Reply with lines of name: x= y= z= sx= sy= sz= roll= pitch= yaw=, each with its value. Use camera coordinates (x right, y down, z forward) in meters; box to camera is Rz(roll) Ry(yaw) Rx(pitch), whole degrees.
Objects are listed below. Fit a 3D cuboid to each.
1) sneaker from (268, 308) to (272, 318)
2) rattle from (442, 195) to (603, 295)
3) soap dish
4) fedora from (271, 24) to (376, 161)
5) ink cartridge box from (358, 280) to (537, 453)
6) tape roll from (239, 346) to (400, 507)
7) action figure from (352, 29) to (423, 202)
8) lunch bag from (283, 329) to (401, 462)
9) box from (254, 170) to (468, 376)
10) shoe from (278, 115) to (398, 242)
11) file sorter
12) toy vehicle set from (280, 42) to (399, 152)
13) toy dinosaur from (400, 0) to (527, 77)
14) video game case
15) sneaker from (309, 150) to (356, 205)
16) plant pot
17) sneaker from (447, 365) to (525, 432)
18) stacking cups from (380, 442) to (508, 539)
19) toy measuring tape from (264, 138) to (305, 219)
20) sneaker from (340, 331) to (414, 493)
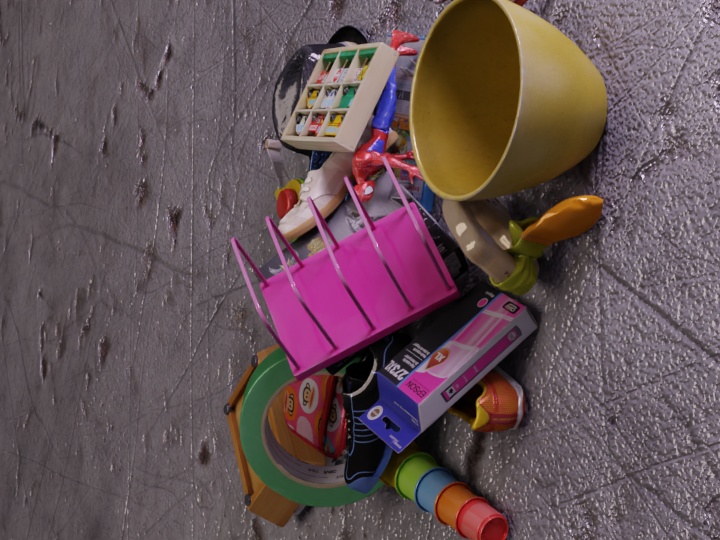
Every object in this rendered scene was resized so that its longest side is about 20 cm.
sneaker: x=-0.025 y=-0.005 z=1.735 sx=0.200 sy=0.075 sz=0.088 roll=-47 pitch=39 yaw=-11
rattle: x=0.152 y=-0.082 z=1.501 sx=0.201 sy=0.129 sz=0.144 roll=-95 pitch=30 yaw=-56
soap dish: x=-0.112 y=0.215 z=1.945 sx=0.158 sy=0.080 sz=0.201 roll=-57 pitch=39 yaw=42
fedora: x=-0.055 y=-0.220 z=1.881 sx=0.200 sy=0.091 sz=0.203 roll=-11 pitch=78 yaw=60
ink cartridge box: x=0.085 y=0.098 z=1.523 sx=0.200 sy=0.037 sz=0.095 roll=-43 pitch=32 yaw=-9
tape roll: x=-0.041 y=0.177 z=1.700 sx=0.048 sy=0.198 sz=0.202 roll=-91 pitch=15 yaw=-70
action figure: x=0.050 y=-0.165 z=1.675 sx=0.065 sy=0.098 sz=0.202 roll=86 pitch=-157 yaw=-76
lunch bag: x=-0.016 y=0.127 z=1.789 sx=0.176 sy=0.081 sz=0.202 roll=27 pitch=109 yaw=54
box: x=0.000 y=0.000 z=1.655 sx=0.199 sy=0.048 sz=0.159 roll=-37 pitch=51 yaw=-4
shoe: x=-0.036 y=-0.111 z=1.713 sx=0.200 sy=0.053 sz=0.070 roll=-47 pitch=12 yaw=-25
file sorter: x=-0.021 y=-0.008 z=1.557 sx=0.126 sy=0.199 sz=0.140 roll=58 pitch=-174 yaw=-51
toy vehicle set: x=-0.027 y=-0.202 z=1.711 sx=0.125 sy=0.026 sz=0.200 roll=-65 pitch=21 yaw=-4
toy dinosaur: x=0.117 y=-0.218 z=1.581 sx=0.199 sy=0.105 sz=0.183 roll=12 pitch=123 yaw=42
video game case: x=0.058 y=-0.179 z=1.749 sx=0.143 sy=0.018 sz=0.202 roll=21 pitch=105 yaw=59
sneaker: x=-0.038 y=-0.096 z=1.832 sx=0.078 sy=0.069 sz=0.202 roll=-143 pitch=57 yaw=-75
plant pot: x=0.158 y=-0.162 z=1.437 sx=0.199 sy=0.141 sz=0.203 roll=-15 pitch=73 yaw=59
sneaker: x=0.102 y=0.113 z=1.574 sx=0.200 sy=0.076 sz=0.074 roll=32 pitch=116 yaw=60
stacking cups: x=0.094 y=0.250 z=1.602 sx=0.200 sy=0.060 sz=0.061 roll=29 pitch=112 yaw=54
toy measuring tape: x=-0.084 y=-0.117 z=1.950 sx=0.074 sy=0.073 sz=0.201 roll=-56 pitch=41 yaw=42
sneaker: x=0.007 y=0.154 z=1.623 sx=0.070 sy=0.077 sz=0.202 roll=-105 pitch=33 yaw=-65
